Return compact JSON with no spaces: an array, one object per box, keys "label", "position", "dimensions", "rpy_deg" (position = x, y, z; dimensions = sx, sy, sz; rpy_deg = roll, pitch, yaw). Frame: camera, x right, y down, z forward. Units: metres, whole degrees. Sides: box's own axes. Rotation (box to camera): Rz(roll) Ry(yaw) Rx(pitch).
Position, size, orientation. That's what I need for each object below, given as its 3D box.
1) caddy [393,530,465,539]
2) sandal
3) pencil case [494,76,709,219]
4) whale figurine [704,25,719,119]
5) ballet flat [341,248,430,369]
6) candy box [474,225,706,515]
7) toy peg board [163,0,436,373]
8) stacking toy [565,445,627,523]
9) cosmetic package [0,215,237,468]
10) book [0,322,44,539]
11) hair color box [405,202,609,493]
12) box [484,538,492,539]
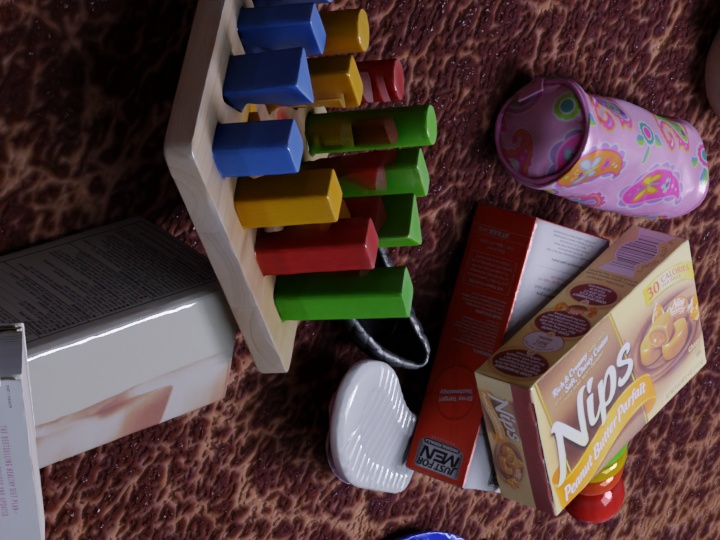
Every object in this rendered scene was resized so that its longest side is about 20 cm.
[{"label":"caddy","position":[0.039,0.300,1.783],"dimensions":[0.141,0.105,0.201],"rpy_deg":[25,93,-31]},{"label":"sandal","position":[-0.001,0.115,1.644],"dimensions":[0.203,0.050,0.083],"rpy_deg":[58,52,-65]},{"label":"pencil case","position":[0.180,-0.088,1.697],"dimensions":[0.200,0.087,0.088],"rpy_deg":[9,107,-54]},{"label":"whale figurine","position":[0.345,-0.192,1.802],"dimensions":[0.159,0.104,0.201],"rpy_deg":[-15,125,-44]},{"label":"ballet flat","position":[0.000,0.000,1.558],"dimensions":[0.067,0.057,0.200],"rpy_deg":[-52,144,-12]},{"label":"candy box","position":[0.170,0.070,1.679],"dimensions":[0.200,0.055,0.116],"rpy_deg":[-39,130,-34]},{"label":"toy peg board","position":[-0.025,-0.079,1.354],"dimensions":[0.200,0.097,0.201],"rpy_deg":[70,22,-47]},{"label":"stacking toy","position":[0.183,0.137,1.868],"dimensions":[0.085,0.085,0.201],"rpy_deg":[-40,145,-26]},{"label":"cosmetic package","position":[-0.176,0.046,1.338],"dimensions":[0.199,0.103,0.088],"rpy_deg":[-17,129,-42]},{"label":"book","position":[-0.271,0.100,1.216],"dimensions":[0.199,0.048,0.134],"rpy_deg":[-3,126,-5]},{"label":"hair color box","position":[0.108,0.060,1.696],"dimensions":[0.101,0.061,0.201],"rpy_deg":[15,91,-50]},{"label":"box","position":[0.124,0.327,1.824],"dimensions":[0.048,0.200,0.159],"rpy_deg":[18,102,-26]}]
